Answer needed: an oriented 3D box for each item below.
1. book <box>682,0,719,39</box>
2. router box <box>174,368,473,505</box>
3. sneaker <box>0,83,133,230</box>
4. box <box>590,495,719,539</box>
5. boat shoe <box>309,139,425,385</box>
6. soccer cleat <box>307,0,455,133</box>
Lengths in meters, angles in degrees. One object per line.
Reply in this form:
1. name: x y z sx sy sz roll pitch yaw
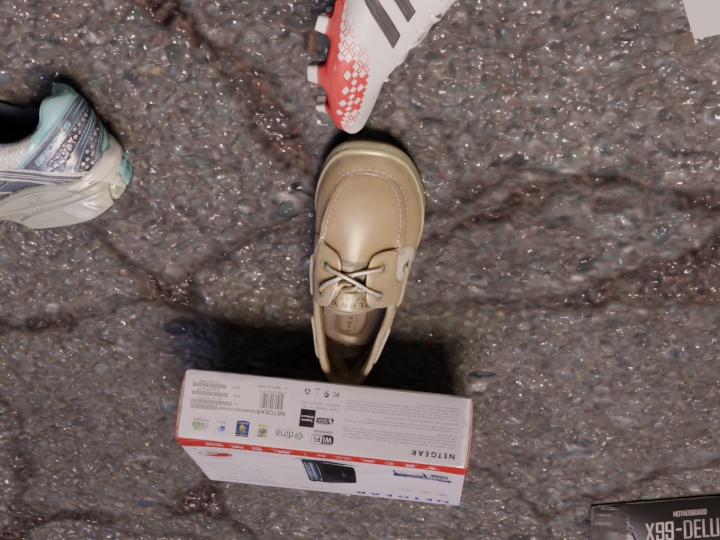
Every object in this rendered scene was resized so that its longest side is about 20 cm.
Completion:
1. book: 0.243 -0.195 0.755 0.197 0.048 0.134 -10 133 23
2. router box: -0.020 0.122 1.118 0.197 0.050 0.180 5 164 4
3. sneaker: -0.245 -0.069 0.978 0.197 0.078 0.087 -14 124 14
4. box: 0.284 0.259 1.278 0.156 0.050 0.201 -8 138 19
5. boat shoe: 0.000 0.000 1.007 0.071 0.066 0.201 9 140 0
6. soccer cleat: 0.022 -0.147 0.830 0.084 0.069 0.201 12 136 2
